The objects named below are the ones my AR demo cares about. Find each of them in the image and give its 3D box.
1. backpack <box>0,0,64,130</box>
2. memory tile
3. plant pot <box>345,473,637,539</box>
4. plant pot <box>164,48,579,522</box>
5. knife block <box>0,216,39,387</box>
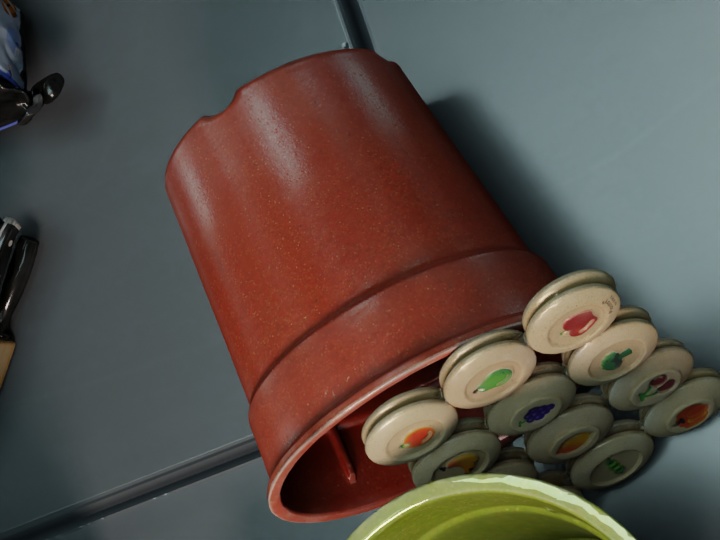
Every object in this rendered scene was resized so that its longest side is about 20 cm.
[{"bbox_3d":[-0.308,-0.146,1.294,0.199,0.190,0.155,-24,63,18],"label":"backpack"},{"bbox_3d":[0.099,0.076,1.125,0.153,0.200,0.017,-36,56,14],"label":"memory tile"},{"bbox_3d":[0.095,0.201,1.120,0.199,0.190,0.201,-1,87,21],"label":"plant pot"},{"bbox_3d":[0.000,0.000,1.177,0.200,0.201,0.196,-34,68,16],"label":"plant pot"},{"bbox_3d":[-0.251,0.064,1.326,0.175,0.064,0.201,-26,78,18],"label":"knife block"}]
